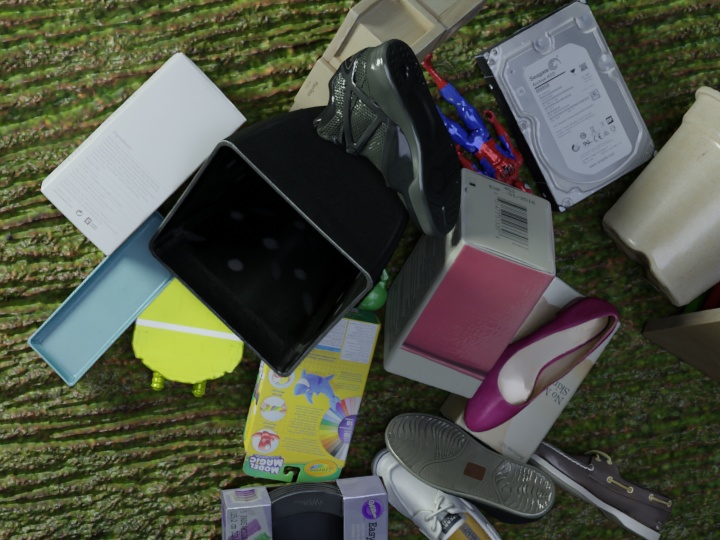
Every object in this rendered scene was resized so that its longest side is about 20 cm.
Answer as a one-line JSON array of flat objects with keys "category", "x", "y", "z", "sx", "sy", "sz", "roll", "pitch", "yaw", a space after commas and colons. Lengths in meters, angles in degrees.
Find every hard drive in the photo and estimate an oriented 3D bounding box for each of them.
[{"category": "hard drive", "x": 0.232, "y": -0.185, "z": 1.682, "sx": 0.139, "sy": 0.038, "sz": 0.201, "roll": -29, "pitch": 100, "yaw": -11}]

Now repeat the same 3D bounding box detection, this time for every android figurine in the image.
[{"category": "android figurine", "x": -0.181, "y": 0.037, "z": 1.629, "sx": 0.181, "sy": 0.041, "sz": 0.201, "roll": 8, "pitch": 94, "yaw": -12}]

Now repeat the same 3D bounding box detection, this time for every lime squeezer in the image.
[{"category": "lime squeezer", "x": 0.000, "y": 0.000, "z": 1.670, "sx": 0.070, "sy": 0.038, "sz": 0.201, "roll": 12, "pitch": 95, "yaw": 20}]

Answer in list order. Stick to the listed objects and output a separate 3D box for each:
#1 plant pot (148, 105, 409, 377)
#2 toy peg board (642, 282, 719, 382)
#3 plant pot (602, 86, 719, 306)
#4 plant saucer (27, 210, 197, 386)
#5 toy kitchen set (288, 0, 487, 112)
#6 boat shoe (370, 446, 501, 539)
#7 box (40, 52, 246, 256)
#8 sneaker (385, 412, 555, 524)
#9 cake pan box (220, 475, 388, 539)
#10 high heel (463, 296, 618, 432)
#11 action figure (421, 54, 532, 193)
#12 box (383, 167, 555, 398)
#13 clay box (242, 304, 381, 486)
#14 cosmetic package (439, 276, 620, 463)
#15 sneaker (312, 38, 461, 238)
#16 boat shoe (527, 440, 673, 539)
[{"category": "plant pot", "x": -0.060, "y": -0.049, "z": 1.534, "sx": 0.200, "sy": 0.200, "sz": 0.177, "roll": 44, "pitch": 46, "yaw": 2}, {"category": "toy peg board", "x": 0.460, "y": 0.070, "z": 1.689, "sx": 0.200, "sy": 0.199, "sz": 0.098, "roll": 30, "pitch": 74, "yaw": -13}, {"category": "plant pot", "x": 0.374, "y": -0.068, "z": 1.655, "sx": 0.183, "sy": 0.200, "sz": 0.201, "roll": -42, "pitch": 102, "yaw": 3}, {"category": "plant saucer", "x": -0.262, "y": 0.028, "z": 1.593, "sx": 0.070, "sy": 0.019, "sz": 0.200, "roll": 44, "pitch": 96, "yaw": 4}, {"category": "toy kitchen set", "x": 0.055, "y": -0.195, "z": 1.595, "sx": 0.163, "sy": 0.200, "sz": 0.180, "roll": 43, "pitch": 50, "yaw": 4}, {"category": "boat shoe", "x": 0.094, "y": 0.275, "z": 1.694, "sx": 0.071, "sy": 0.070, "sz": 0.200, "roll": -44, "pitch": 102, "yaw": -3}, {"category": "box", "x": -0.227, "y": -0.123, "z": 1.560, "sx": 0.200, "sy": 0.124, "sz": 0.097, "roll": -45, "pitch": 103, "yaw": -3}, {"category": "sneaker", "x": 0.118, "y": 0.231, "z": 1.671, "sx": 0.199, "sy": 0.106, "sz": 0.075, "roll": 26, "pitch": 72, "yaw": 11}, {"category": "cake pan box", "x": -0.060, "y": 0.324, "z": 1.663, "sx": 0.183, "sy": 0.052, "sz": 0.201, "roll": -3, "pitch": 109, "yaw": -13}, {"category": "high heel", "x": 0.194, "y": 0.105, "z": 1.608, "sx": 0.200, "sy": 0.096, "sz": 0.067, "roll": -39, "pitch": 101, "yaw": -5}, {"category": "action figure", "x": 0.123, "y": -0.151, "z": 1.666, "sx": 0.065, "sy": 0.052, "sz": 0.200, "roll": -46, "pitch": 104, "yaw": -8}, {"category": "box", "x": 0.113, "y": 0.016, "z": 1.594, "sx": 0.109, "sy": 0.128, "sz": 0.200, "roll": 19, "pitch": 130, "yaw": -13}, {"category": "clay box", "x": -0.058, "y": 0.134, "z": 1.648, "sx": 0.114, "sy": 0.048, "sz": 0.201, "roll": 11, "pitch": 106, "yaw": -13}, {"category": "cosmetic package", "x": 0.190, "y": 0.110, "z": 1.694, "sx": 0.105, "sy": 0.071, "sz": 0.200, "roll": 33, "pitch": 89, "yaw": -13}, {"category": "sneaker", "x": 0.027, "y": -0.123, "z": 1.487, "sx": 0.076, "sy": 0.114, "sz": 0.200, "roll": -40, "pitch": 112, "yaw": -44}, {"category": "boat shoe", "x": 0.276, "y": 0.243, "z": 1.728, "sx": 0.200, "sy": 0.072, "sz": 0.060, "roll": 33, "pitch": 83, "yaw": -16}]
